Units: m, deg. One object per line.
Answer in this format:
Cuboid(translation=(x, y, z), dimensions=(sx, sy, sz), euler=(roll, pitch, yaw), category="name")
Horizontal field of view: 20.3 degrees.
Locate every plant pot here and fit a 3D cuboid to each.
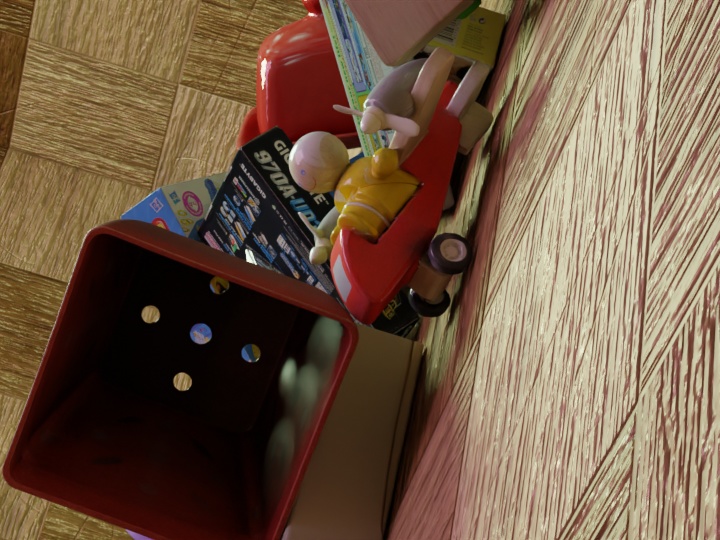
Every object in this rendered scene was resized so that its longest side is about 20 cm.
Cuboid(translation=(-0.123, 0.070, 1.467), dimensions=(0.176, 0.199, 0.201), euler=(-84, 16, -75), category="plant pot")

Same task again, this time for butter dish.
Cuboid(translation=(-0.027, -0.201, 1.938), dimensions=(0.200, 0.199, 0.149), euler=(-88, -10, -72), category="butter dish")

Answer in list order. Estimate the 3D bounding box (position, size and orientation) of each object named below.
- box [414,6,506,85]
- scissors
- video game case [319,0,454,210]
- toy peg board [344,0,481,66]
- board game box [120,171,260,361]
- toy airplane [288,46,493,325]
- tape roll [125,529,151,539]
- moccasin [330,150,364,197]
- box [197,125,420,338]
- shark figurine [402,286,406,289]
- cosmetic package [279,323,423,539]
Cuboid(translation=(0.063, -0.169, 1.689), dimensions=(0.200, 0.075, 0.050), euler=(119, 167, -75), category="box")
Cuboid(translation=(-0.073, 0.050, 1.600), dimensions=(0.200, 0.014, 0.074), euler=(48, 121, 57), category="scissors")
Cuboid(translation=(0.019, -0.147, 1.665), dimensions=(0.182, 0.022, 0.201), euler=(-172, 65, -76), category="video game case")
Cuboid(translation=(0.059, -0.289, 1.460), dimensions=(0.199, 0.201, 0.098), euler=(-39, -14, 35), category="toy peg board")
Cuboid(translation=(-0.097, 0.008, 1.824), dimensions=(0.056, 0.197, 0.200), euler=(-33, -7, 32), category="board game box")
Cuboid(translation=(0.019, -0.076, 1.459), dimensions=(0.199, 0.140, 0.201), euler=(-91, 18, -78), category="toy airplane")
Cuboid(translation=(-0.142, 0.222, 2.002), dimensions=(0.200, 0.199, 0.066), euler=(-84, 12, -67), category="tape roll")
Cuboid(translation=(-0.012, -0.052, 1.827), dimensions=(0.081, 0.199, 0.068), euler=(48, 152, 33), category="moccasin")
Cuboid(translation=(-0.047, 0.001, 1.671), dimensions=(0.046, 0.200, 0.159), euler=(-31, -12, -28), category="box")
Cuboid(translation=(0.007, -0.021, 1.746), dimensions=(0.089, 0.128, 0.216), euler=(26, 138, 46), category="shark figurine")
Cuboid(translation=(-0.014, 0.149, 1.497), dimensions=(0.104, 0.073, 0.201), euler=(113, 172, -54), category="cosmetic package")
